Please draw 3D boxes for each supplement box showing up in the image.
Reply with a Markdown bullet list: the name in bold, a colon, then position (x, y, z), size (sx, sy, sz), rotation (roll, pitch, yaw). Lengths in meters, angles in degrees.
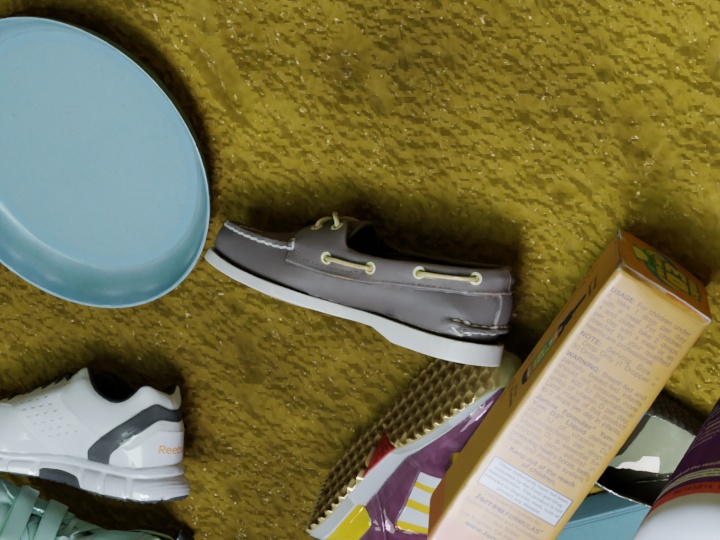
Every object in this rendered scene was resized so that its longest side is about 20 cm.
- **supplement box**: position (0.115, 0.079, 1.511), size (0.069, 0.067, 0.200), rotation (29, 109, -7)

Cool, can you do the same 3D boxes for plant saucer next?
- **plant saucer**: position (0.131, 0.175, 1.648), size (0.200, 0.019, 0.070), rotation (-19, 109, 38)
- **plant saucer**: position (-0.175, -0.069, 1.656), size (0.200, 0.027, 0.200), rotation (15, 125, 21)

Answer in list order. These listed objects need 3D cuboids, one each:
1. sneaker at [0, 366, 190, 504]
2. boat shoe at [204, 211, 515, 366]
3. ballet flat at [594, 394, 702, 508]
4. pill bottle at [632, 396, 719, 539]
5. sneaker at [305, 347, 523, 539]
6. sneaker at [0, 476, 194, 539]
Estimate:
- **sneaker**: position (-0.190, 0.098, 1.760), size (0.200, 0.074, 0.080), rotation (7, 95, 31)
- **boat shoe**: position (0.000, 0.000, 1.577), size (0.200, 0.072, 0.060), rotation (19, 100, 30)
- **ballet flat**: position (0.183, 0.117, 1.552), size (0.200, 0.046, 0.067), rotation (25, 111, 12)
- **pill bottle**: position (0.223, 0.121, 1.438), size (0.112, 0.200, 0.113), rotation (15, 127, 21)
- **sneaker**: position (0.054, 0.118, 1.628), size (0.090, 0.075, 0.200), rotation (34, 134, -14)
- **sneaker**: position (-0.195, 0.171, 1.775), size (0.200, 0.074, 0.118), rotation (37, 139, -26)
